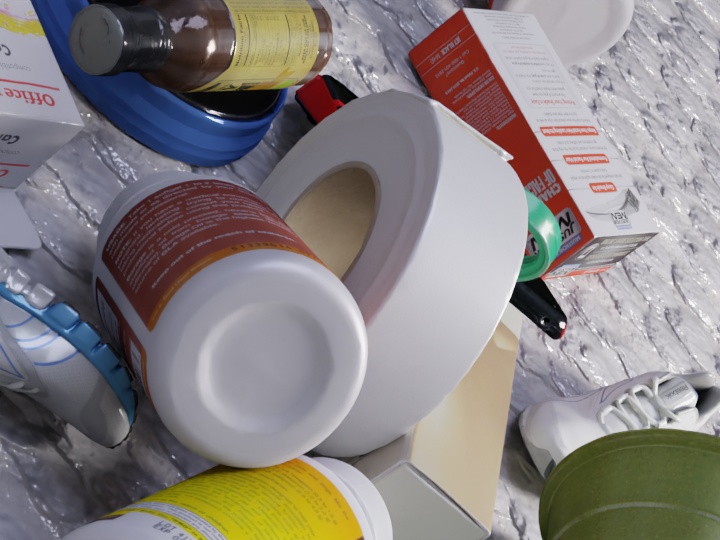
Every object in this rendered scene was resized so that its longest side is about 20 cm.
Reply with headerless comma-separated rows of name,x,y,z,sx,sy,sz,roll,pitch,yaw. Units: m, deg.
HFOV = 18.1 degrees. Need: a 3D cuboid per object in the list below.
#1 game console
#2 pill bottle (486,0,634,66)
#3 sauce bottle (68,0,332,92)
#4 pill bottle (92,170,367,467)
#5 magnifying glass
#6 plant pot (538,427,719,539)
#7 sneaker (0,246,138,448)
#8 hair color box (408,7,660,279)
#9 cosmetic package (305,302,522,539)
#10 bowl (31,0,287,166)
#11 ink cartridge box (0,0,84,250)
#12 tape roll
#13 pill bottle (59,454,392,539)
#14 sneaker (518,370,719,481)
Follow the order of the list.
game console,0.043,-0.043,1.476,0.200,0.031,0.177,39,11,-21
pill bottle,0.151,-0.272,1.836,0.116,0.116,0.200,29,38,-34
sauce bottle,-0.095,-0.138,1.337,0.200,0.065,0.065,-8,65,-55
pill bottle,-0.076,0.015,1.174,0.112,0.112,0.200,36,5,-26
magnifying glass,0.061,-0.006,1.376,0.079,0.200,0.022,34,65,-4
plant pot,0.173,0.229,1.311,0.200,0.200,0.190,43,45,-16
sneaker,-0.196,0.033,1.114,0.200,0.075,0.087,46,63,-24
hair color box,0.129,-0.095,1.676,0.111,0.064,0.200,-5,61,-57
cosmetic package,0.028,0.089,1.309,0.071,0.105,0.200,41,34,-19
bowl,-0.124,-0.159,1.419,0.200,0.039,0.201,35,35,-29
ink cartridge box,-0.225,-0.112,1.204,0.116,0.067,0.200,2,57,-53
tape roll,0.000,0.000,1.265,0.071,0.202,0.203,33,36,-28
pill bottle,-0.065,0.153,1.109,0.109,0.109,0.200,57,31,8
sneaker,0.175,0.099,1.516,0.200,0.087,0.075,-17,74,-57
